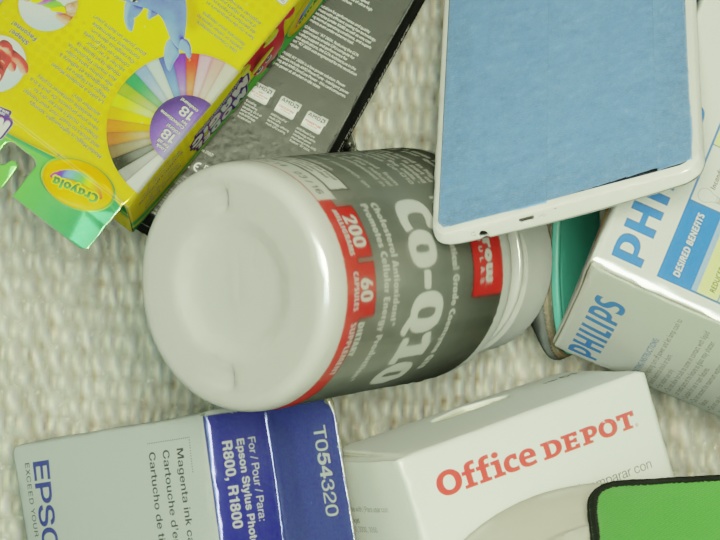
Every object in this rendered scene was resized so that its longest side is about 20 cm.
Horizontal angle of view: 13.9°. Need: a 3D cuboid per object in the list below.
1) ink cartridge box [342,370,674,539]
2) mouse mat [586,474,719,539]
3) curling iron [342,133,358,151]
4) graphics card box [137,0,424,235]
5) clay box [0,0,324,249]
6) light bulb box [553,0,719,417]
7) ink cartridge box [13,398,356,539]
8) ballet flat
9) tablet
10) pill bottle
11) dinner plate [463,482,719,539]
[{"bbox_3d":[0.087,0.162,1.435,0.144,0.085,0.201,-18,93,-25],"label":"ink cartridge box"},{"bbox_3d":[0.206,0.157,1.321,0.199,0.008,0.162,-2,52,-2],"label":"mouse mat"},{"bbox_3d":[-0.094,-0.072,1.512,0.199,0.026,0.050,16,82,2],"label":"curling iron"},{"bbox_3d":[-0.056,-0.104,1.482,0.125,0.051,0.201,27,75,3],"label":"graphics card box"},{"bbox_3d":[-0.110,-0.111,1.432,0.115,0.048,0.200,37,78,10],"label":"clay box"},{"bbox_3d":[0.224,-0.026,1.430,0.199,0.125,0.199,24,69,3],"label":"light bulb box"},{"bbox_3d":[-0.081,0.169,1.436,0.199,0.043,0.198,-13,85,44],"label":"ink cartridge box"},{"bbox_3d":[0.089,-0.057,1.494,0.073,0.073,0.201,4,93,2],"label":"ballet flat"},{"bbox_3d":[0.098,-0.095,1.395,0.129,0.201,0.014,-14,130,17],"label":"tablet"},{"bbox_3d":[0.000,0.000,1.397,0.113,0.200,0.115,4,98,36],"label":"pill bottle"},{"bbox_3d":[0.123,0.174,1.327,0.199,0.024,0.201,2,53,-3],"label":"dinner plate"}]
